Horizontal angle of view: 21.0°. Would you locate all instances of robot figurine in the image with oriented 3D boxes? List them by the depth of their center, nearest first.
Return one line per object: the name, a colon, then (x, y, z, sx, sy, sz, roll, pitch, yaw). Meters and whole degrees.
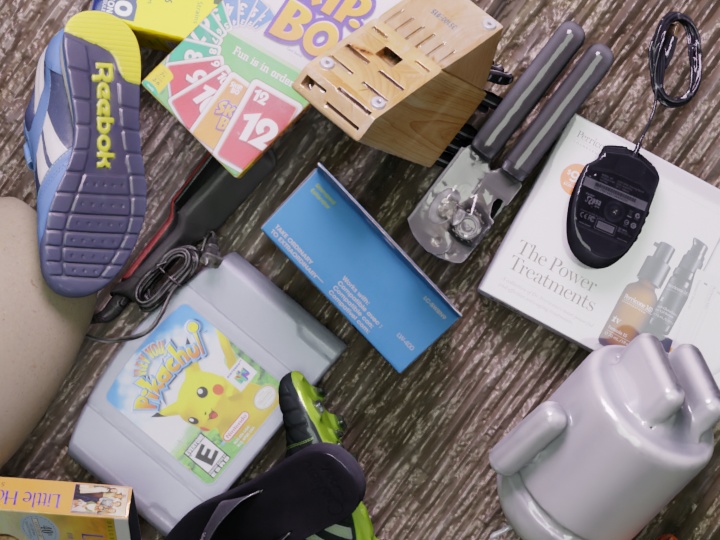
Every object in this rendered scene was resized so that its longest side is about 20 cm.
robot figurine: (0.175, 0.134, 1.396, 0.169, 0.113, 0.200, 18, 127, -31)

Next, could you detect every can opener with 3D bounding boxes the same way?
can opener: (0.109, -0.093, 1.431, 0.053, 0.067, 0.200, 37, 99, 0)

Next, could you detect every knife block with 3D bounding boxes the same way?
knife block: (0.031, -0.111, 1.377, 0.064, 0.176, 0.200, 39, 55, 19)

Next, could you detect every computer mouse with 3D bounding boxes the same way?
computer mouse: (0.200, -0.095, 1.413, 0.059, 0.034, 0.200, 25, 82, -7)

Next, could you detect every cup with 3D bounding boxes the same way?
cup: (-0.277, 0.028, 1.402, 0.143, 0.200, 0.200, -41, 89, -18)

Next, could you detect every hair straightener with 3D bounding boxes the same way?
hair straightener: (-0.135, -0.020, 1.441, 0.200, 0.077, 0.041, -46, 122, 0)

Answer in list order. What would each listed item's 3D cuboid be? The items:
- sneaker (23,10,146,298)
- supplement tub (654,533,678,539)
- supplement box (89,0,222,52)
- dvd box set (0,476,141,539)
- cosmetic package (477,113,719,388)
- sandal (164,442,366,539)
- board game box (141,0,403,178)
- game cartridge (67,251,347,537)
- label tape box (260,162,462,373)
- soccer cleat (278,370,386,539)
sneaker: (-0.198, -0.079, 1.372, 0.074, 0.082, 0.200, 9, 80, -33)
supplement tub: (0.266, 0.293, 1.407, 0.200, 0.123, 0.123, 44, 91, 1)
supplement box: (-0.085, -0.207, 1.425, 0.200, 0.110, 0.109, 12, 90, 1)
dvd box set: (-0.260, 0.196, 1.416, 0.200, 0.146, 0.029, 5, 56, 1)
cosmetic package: (0.209, -0.004, 1.447, 0.200, 0.052, 0.151, 28, 88, 2)
sandal: (-0.083, 0.190, 1.403, 0.076, 0.043, 0.200, 47, 118, -3)
board game box: (-0.049, -0.168, 1.357, 0.096, 0.030, 0.200, 45, 91, 0)
game cartridge: (-0.123, 0.091, 1.462, 0.133, 0.040, 0.200, 39, 91, 5)
label tape box: (0.000, 0.000, 1.376, 0.063, 0.200, 0.144, -44, 89, 1)
soccer cleat: (-0.034, 0.173, 1.432, 0.081, 0.068, 0.200, -18, 103, 7)
